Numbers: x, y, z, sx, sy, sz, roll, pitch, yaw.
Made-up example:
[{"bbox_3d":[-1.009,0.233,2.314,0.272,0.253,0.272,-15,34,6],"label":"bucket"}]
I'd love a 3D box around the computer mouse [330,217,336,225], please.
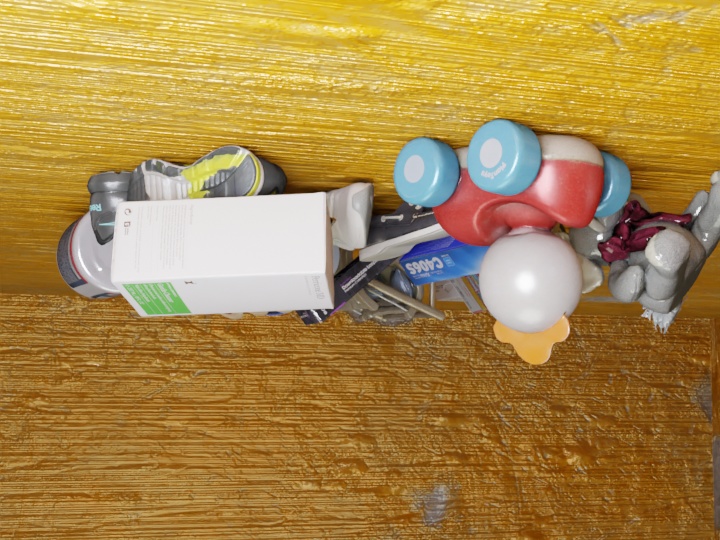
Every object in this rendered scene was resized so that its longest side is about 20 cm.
[{"bbox_3d":[-0.087,-0.053,1.017,0.138,0.047,0.200,-9,176,19],"label":"computer mouse"}]

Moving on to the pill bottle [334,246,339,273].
[{"bbox_3d":[-0.118,-0.015,1.325,0.111,0.115,0.199,5,173,-34],"label":"pill bottle"}]

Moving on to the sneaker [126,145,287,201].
[{"bbox_3d":[-0.160,-0.076,0.935,0.197,0.076,0.084,-3,173,36],"label":"sneaker"}]

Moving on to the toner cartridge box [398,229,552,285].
[{"bbox_3d":[0.142,-0.037,1.110,0.095,0.043,0.199,-47,-161,-31],"label":"toner cartridge box"}]

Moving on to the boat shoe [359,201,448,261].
[{"bbox_3d":[0.065,-0.060,1.111,0.073,0.062,0.199,-4,170,-36],"label":"boat shoe"}]

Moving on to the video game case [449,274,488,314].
[{"bbox_3d":[0.151,-0.004,1.337,0.017,0.144,0.200,-34,178,-7],"label":"video game case"}]

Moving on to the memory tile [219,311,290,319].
[{"bbox_3d":[-0.184,-0.005,1.181,0.151,0.017,0.201,-8,134,38],"label":"memory tile"}]

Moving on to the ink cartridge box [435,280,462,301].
[{"bbox_3d":[0.253,0.014,1.671,0.196,0.085,0.146,3,174,-17],"label":"ink cartridge box"}]

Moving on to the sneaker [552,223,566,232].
[{"bbox_3d":[0.225,-0.008,1.107,0.074,0.085,0.200,-25,-169,29],"label":"sneaker"}]

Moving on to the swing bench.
[{"bbox_3d":[0.010,0.016,1.518,0.197,0.132,0.198,5,173,-29],"label":"swing bench"}]

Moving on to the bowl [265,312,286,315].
[{"bbox_3d":[-0.156,-0.012,1.204,0.197,0.040,0.202,17,145,12],"label":"bowl"}]

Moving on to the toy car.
[{"bbox_3d":[0.142,-0.016,0.842,0.182,0.204,0.175,7,172,-44],"label":"toy car"}]

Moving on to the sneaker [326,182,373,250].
[{"bbox_3d":[-0.030,-0.062,1.078,0.079,0.072,0.200,11,171,-9],"label":"sneaker"}]

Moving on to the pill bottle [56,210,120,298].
[{"bbox_3d":[-0.358,-0.023,1.264,0.118,0.122,0.199,4,173,-28],"label":"pill bottle"}]

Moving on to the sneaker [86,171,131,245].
[{"bbox_3d":[-0.213,-0.065,1.041,0.196,0.081,0.075,2,173,-23],"label":"sneaker"}]

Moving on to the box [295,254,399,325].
[{"bbox_3d":[0.000,0.000,1.256,0.199,0.036,0.143,-42,-177,-12],"label":"box"}]

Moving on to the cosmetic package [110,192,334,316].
[{"bbox_3d":[-0.125,-0.014,0.869,0.196,0.086,0.108,-2,159,4],"label":"cosmetic package"}]

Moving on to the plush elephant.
[{"bbox_3d":[0.291,-0.037,0.976,0.154,0.164,0.202,36,152,25],"label":"plush elephant"}]
